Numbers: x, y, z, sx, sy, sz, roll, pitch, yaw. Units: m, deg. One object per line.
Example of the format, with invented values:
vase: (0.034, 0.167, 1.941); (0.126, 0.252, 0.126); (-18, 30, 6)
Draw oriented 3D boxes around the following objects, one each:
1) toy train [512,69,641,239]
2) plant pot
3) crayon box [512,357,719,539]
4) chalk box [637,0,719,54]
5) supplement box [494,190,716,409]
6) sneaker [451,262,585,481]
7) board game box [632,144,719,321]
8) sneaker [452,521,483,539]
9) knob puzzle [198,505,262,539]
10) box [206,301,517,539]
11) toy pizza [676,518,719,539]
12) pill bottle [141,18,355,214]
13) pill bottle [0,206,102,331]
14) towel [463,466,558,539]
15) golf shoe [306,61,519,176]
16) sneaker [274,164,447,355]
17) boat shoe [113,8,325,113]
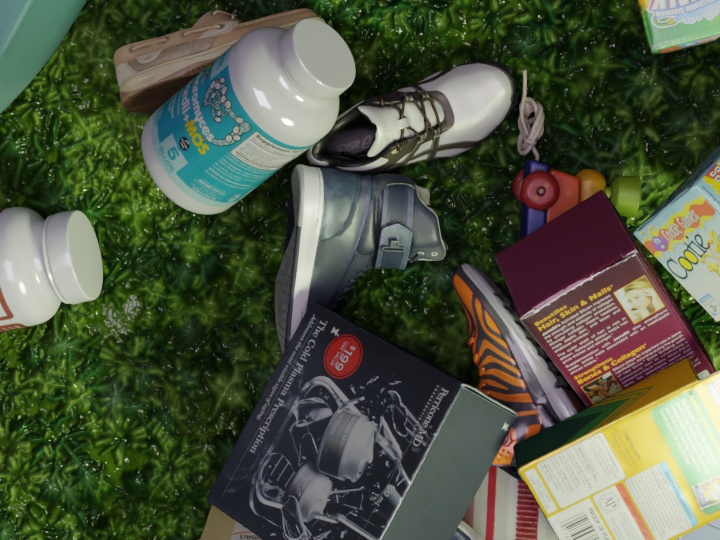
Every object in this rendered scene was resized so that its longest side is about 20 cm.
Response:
toy train: (0.195, -0.073, 1.457); (0.115, 0.085, 0.201); (2, 96, -1)
plant pot: (-0.350, -0.232, 1.505); (0.141, 0.141, 0.200); (32, 107, 5)
crayon box: (0.246, 0.162, 1.395); (0.200, 0.052, 0.126); (-27, 107, 10)
chalk box: (0.290, -0.250, 1.397); (0.123, 0.125, 0.201); (-13, 92, 10)
supplement box: (0.212, 0.043, 1.405); (0.110, 0.086, 0.200); (-31, 131, 11)
sneaker: (0.111, 0.096, 1.467); (0.112, 0.078, 0.200); (-36, 67, 12)
board game box: (0.338, -0.070, 1.365); (0.103, 0.105, 0.200); (47, 62, 2)
sneaker: (0.083, 0.321, 1.486); (0.075, 0.084, 0.201); (-7, 105, 28)
knob puzzle: (-0.057, 0.263, 1.484); (0.219, 0.220, 0.031); (2, 126, 9)
box: (0.000, 0.159, 1.419); (0.182, 0.104, 0.201); (27, 88, 37)
toy pizza: (0.284, 0.211, 1.490); (0.199, 0.032, 0.201); (1, 96, 9)
pill bottle: (-0.094, -0.139, 1.444); (0.200, 0.111, 0.111); (-34, 89, 38)
pill bottle: (-0.347, 0.003, 1.537); (0.199, 0.112, 0.113); (-10, 94, 10)
towel: (0.164, 0.219, 1.491); (0.199, 0.023, 0.145); (5, 97, 25)
golf shoe: (0.046, -0.127, 1.467); (0.199, 0.094, 0.078); (-23, 90, 10)
sneaker: (0.000, 0.000, 1.494); (0.146, 0.077, 0.203); (1, 126, -16)
boat shoe: (-0.129, -0.205, 1.500); (0.199, 0.071, 0.065); (-17, 70, 4)
